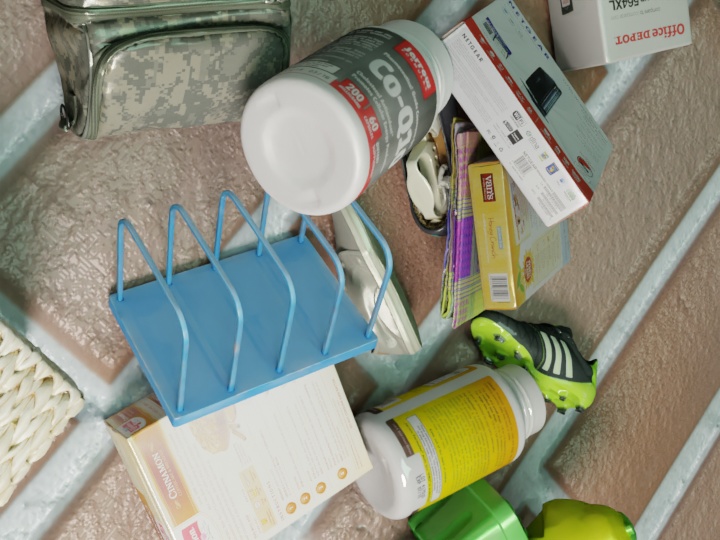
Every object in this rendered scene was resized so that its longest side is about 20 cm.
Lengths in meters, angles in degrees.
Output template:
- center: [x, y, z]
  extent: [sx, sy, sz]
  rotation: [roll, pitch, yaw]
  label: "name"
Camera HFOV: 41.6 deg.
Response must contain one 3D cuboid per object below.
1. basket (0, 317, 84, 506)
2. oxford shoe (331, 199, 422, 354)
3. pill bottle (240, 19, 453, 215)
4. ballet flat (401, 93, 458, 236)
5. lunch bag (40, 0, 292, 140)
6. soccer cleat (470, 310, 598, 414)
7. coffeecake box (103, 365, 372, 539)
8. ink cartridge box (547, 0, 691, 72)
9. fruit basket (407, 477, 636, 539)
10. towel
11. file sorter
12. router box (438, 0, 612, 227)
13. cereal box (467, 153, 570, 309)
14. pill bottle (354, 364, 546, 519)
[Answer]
- center: [-0.324, 0.093, 0.652]
  extent: [0.161, 0.199, 0.199]
  rotation: [46, 72, -28]
  label: "basket"
- center: [0.000, 0.000, 0.923]
  extent: [0.057, 0.075, 0.202]
  rotation: [-21, 107, 9]
  label: "oxford shoe"
- center: [-0.002, -0.137, 0.793]
  extent: [0.200, 0.113, 0.115]
  rotation: [-45, 119, -49]
  label: "pill bottle"
- center: [0.063, -0.128, 0.937]
  extent: [0.072, 0.073, 0.202]
  rotation: [-20, 107, -28]
  label: "ballet flat"
- center: [-0.153, -0.198, 0.771]
  extent: [0.198, 0.139, 0.170]
  rotation: [-13, 118, -29]
  label: "lunch bag"
- center: [0.195, 0.087, 1.056]
  extent: [0.199, 0.067, 0.082]
  rotation: [37, 60, -31]
  label: "soccer cleat"
- center: [-0.107, 0.159, 0.864]
  extent: [0.199, 0.073, 0.155]
  rotation: [-29, 109, -26]
  label: "coffeecake box"
- center: [0.282, -0.334, 1.048]
  extent: [0.145, 0.084, 0.202]
  rotation: [-18, 103, -29]
  label: "ink cartridge box"
- center: [0.180, 0.296, 1.004]
  extent: [0.213, 0.155, 0.218]
  rotation: [-4, 104, -18]
  label: "fruit basket"
- center: [0.116, -0.054, 0.959]
  extent: [0.143, 0.023, 0.203]
  rotation: [-20, 114, -63]
  label: "towel"
- center: [-0.092, 0.010, 0.795]
  extent: [0.198, 0.139, 0.123]
  rotation: [-19, 145, -28]
  label: "file sorter"
- center: [0.162, -0.164, 0.929]
  extent: [0.201, 0.049, 0.180]
  rotation: [53, 31, -7]
  label: "router box"
- center: [0.169, -0.056, 0.980]
  extent: [0.200, 0.039, 0.146]
  rotation: [-28, 112, -60]
  label: "cereal box"
- center: [0.091, 0.165, 0.965]
  extent: [0.198, 0.109, 0.111]
  rotation: [-19, 105, -28]
  label: "pill bottle"
